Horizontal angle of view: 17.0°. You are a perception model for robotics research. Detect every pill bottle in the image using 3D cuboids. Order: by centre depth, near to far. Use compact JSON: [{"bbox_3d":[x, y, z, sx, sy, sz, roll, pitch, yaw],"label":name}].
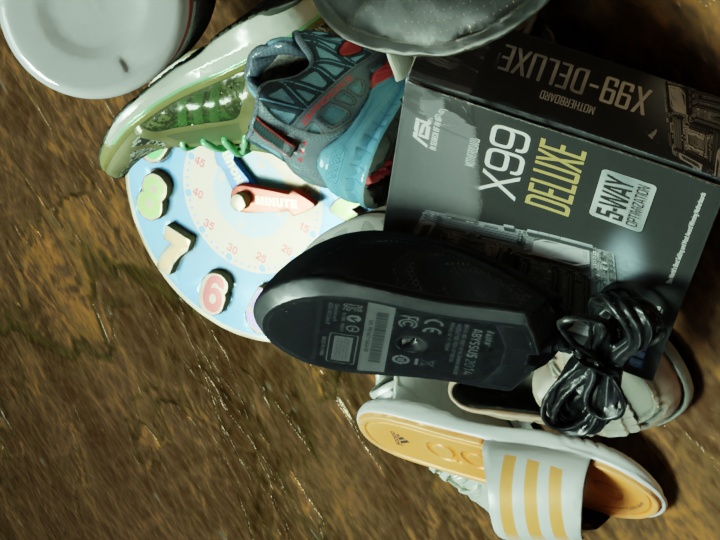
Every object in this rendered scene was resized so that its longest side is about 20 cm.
[{"bbox_3d":[-0.149,-0.173,1.487,0.114,0.113,0.200,61,-171,-8],"label":"pill bottle"}]

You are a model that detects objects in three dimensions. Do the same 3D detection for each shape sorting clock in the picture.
[{"bbox_3d":[-0.070,-0.048,1.549,0.199,0.039,0.201,9,109,27],"label":"shape sorting clock"}]

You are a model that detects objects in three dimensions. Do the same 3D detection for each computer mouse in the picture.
[{"bbox_3d":[0.046,0.021,1.219,0.139,0.199,0.053,109,170,-60],"label":"computer mouse"}]

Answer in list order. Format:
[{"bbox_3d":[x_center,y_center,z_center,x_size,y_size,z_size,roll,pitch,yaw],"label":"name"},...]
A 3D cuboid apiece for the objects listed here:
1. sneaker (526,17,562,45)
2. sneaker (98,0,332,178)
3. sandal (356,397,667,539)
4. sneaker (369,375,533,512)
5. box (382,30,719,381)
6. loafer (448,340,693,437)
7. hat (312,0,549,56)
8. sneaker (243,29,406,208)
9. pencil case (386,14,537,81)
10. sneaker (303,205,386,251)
[{"bbox_3d":[0.087,-0.062,1.275,0.086,0.078,0.200,37,158,2],"label":"sneaker"},{"bbox_3d":[-0.082,-0.095,1.486,0.200,0.077,0.089,-32,96,34],"label":"sneaker"},{"bbox_3d":[0.084,0.131,1.440,0.206,0.059,0.079,11,152,28],"label":"sandal"},{"bbox_3d":[0.058,0.100,1.535,0.201,0.080,0.076,58,159,-2],"label":"sneaker"},{"bbox_3d":[0.094,-0.034,1.190,0.157,0.050,0.200,19,151,5],"label":"box"},{"bbox_3d":[0.116,0.067,1.371,0.072,0.063,0.200,64,160,-11],"label":"loafer"},{"bbox_3d":[0.052,-0.193,1.111,0.200,0.081,0.202,-3,84,34],"label":"hat"},{"bbox_3d":[-0.010,-0.108,1.271,0.095,0.200,0.080,19,115,1],"label":"sneaker"},{"bbox_3d":[0.005,-0.169,1.245,0.200,0.089,0.078,44,151,48],"label":"pencil case"},{"bbox_3d":[0.000,0.000,1.417,0.200,0.115,0.076,-1,92,51],"label":"sneaker"}]
